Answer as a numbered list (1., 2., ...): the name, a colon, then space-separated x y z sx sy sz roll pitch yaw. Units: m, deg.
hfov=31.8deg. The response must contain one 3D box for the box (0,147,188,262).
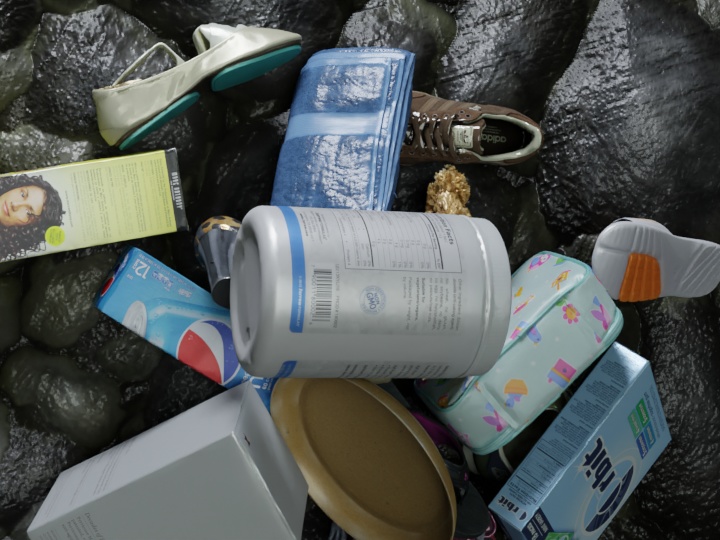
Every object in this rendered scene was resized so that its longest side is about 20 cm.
1. box: -0.252 -0.055 1.086 0.197 0.050 0.077 -12 99 -19

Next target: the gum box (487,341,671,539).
1. gum box: 0.218 0.194 1.222 0.200 0.044 0.171 -49 144 -13

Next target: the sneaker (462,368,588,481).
1. sneaker: 0.184 0.126 1.233 0.067 0.090 0.201 42 81 -17

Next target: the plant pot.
1. plant pot: 0.006 0.159 1.066 0.027 0.199 0.202 -39 106 -35

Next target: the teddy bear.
1. teddy bear: 0.077 -0.001 1.146 0.066 0.201 0.147 8 123 13

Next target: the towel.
1. towel: -0.018 -0.107 1.107 0.110 0.049 0.203 2 63 16

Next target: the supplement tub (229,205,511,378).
1. supplement tub: 0.004 0.019 0.991 0.197 0.132 0.134 2 94 -19

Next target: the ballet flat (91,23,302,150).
1. ballet flat: -0.146 -0.179 1.108 0.198 0.069 0.070 -31 104 -14

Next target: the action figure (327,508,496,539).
1. action figure: 0.061 0.238 1.214 0.198 0.134 0.151 20 45 -32

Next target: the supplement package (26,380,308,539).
1. supplement package: -0.158 0.202 1.072 0.198 0.117 0.119 -26 103 9

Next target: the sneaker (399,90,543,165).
1. sneaker: 0.078 -0.134 1.182 0.197 0.075 0.072 -2 95 -20

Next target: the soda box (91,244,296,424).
1. soda box: -0.137 0.057 1.126 0.199 0.068 0.065 33 83 -19

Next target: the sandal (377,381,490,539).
1. sandal: 0.049 0.155 1.132 0.201 0.048 0.075 50 39 6

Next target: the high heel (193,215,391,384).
1. high heel: -0.058 0.023 1.124 0.199 0.143 0.072 32 106 -26

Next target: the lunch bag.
1. lunch bag: 0.146 0.073 1.183 0.200 0.160 0.077 -43 101 -5

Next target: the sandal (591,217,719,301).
1. sandal: 0.291 -0.012 1.282 0.204 0.059 0.080 8 109 -40
